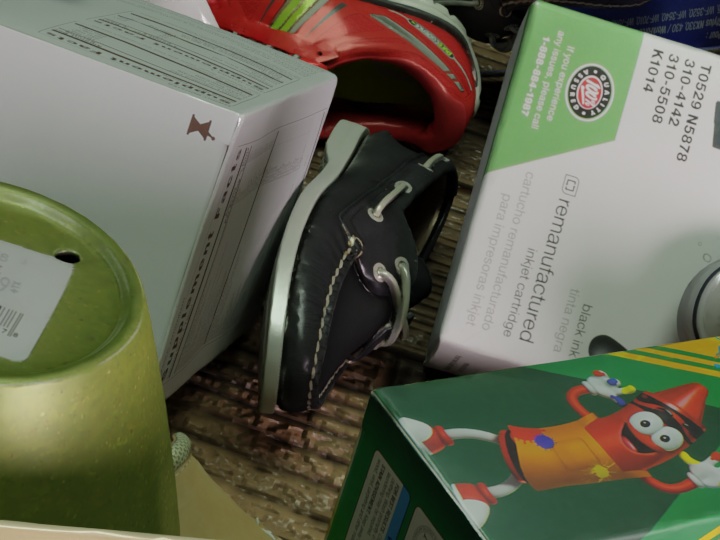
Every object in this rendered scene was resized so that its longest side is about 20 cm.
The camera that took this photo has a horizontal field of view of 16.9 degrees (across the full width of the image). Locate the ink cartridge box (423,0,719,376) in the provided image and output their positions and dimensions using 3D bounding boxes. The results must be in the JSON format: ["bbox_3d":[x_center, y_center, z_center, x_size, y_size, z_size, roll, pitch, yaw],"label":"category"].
[{"bbox_3d":[0.141,-0.006,0.973,0.198,0.147,0.084,16,-8,0],"label":"ink cartridge box"}]

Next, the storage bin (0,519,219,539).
[{"bbox_3d":[-0.072,0.167,0.579,0.197,0.201,0.094,7,33,-16],"label":"storage bin"}]

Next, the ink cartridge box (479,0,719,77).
[{"bbox_3d":[0.171,-0.118,1.162,0.198,0.047,0.197,-1,1,-29],"label":"ink cartridge box"}]

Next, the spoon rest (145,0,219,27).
[{"bbox_3d":[-0.102,-0.118,1.045,0.099,0.060,0.201,-20,82,-55],"label":"spoon rest"}]

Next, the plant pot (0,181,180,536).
[{"bbox_3d":[-0.123,0.082,0.680,0.185,0.201,0.188,12,33,-8],"label":"plant pot"}]

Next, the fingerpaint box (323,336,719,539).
[{"bbox_3d":[0.063,0.122,0.708,0.166,0.201,0.073,-7,40,-33],"label":"fingerpaint box"}]

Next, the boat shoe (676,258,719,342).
[{"bbox_3d":[0.214,0.047,0.895,0.199,0.072,0.066,28,-6,0],"label":"boat shoe"}]

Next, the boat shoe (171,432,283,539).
[{"bbox_3d":[-0.068,0.091,0.807,0.199,0.077,0.072,25,33,11],"label":"boat shoe"}]

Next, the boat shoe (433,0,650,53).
[{"bbox_3d":[0.069,-0.140,1.167,0.199,0.063,0.072,15,31,42],"label":"boat shoe"}]

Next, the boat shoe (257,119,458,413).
[{"bbox_3d":[0.000,0.000,0.982,0.060,0.074,0.200,14,24,4],"label":"boat shoe"}]

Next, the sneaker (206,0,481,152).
[{"bbox_3d":[-0.038,-0.102,1.110,0.198,0.077,0.085,10,39,-10],"label":"sneaker"}]

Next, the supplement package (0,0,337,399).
[{"bbox_3d":[-0.089,-0.033,0.885,0.109,0.115,0.200,20,10,5],"label":"supplement package"}]
